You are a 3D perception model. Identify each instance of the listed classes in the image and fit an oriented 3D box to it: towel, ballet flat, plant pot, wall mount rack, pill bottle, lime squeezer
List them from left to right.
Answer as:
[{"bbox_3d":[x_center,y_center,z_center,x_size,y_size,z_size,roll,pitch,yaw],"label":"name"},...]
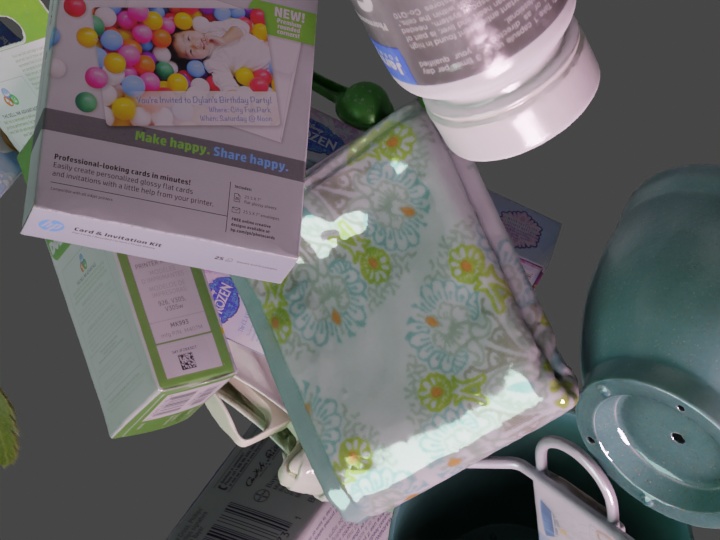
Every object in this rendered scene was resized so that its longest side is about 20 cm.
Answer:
[{"bbox_3d":[-0.050,0.108,1.820,0.200,0.069,0.070,42,150,6],"label":"ballet flat"},{"bbox_3d":[0.008,-0.109,1.610,0.199,0.038,0.071,2,135,48],"label":"lime squeezer"},{"bbox_3d":[0.017,0.024,1.552,0.171,0.048,0.201,-32,77,34],"label":"towel"},{"bbox_3d":[0.046,-0.164,1.420,0.113,0.114,0.201,5,135,44],"label":"pill bottle"},{"bbox_3d":[0.092,0.172,1.615,0.173,0.074,0.201,33,149,33],"label":"wall mount rack"},{"bbox_3d":[0.108,0.208,1.781,0.200,0.201,0.161,35,161,6],"label":"plant pot"},{"bbox_3d":[0.204,0.059,1.527,0.199,0.134,0.201,27,148,19],"label":"plant pot"}]

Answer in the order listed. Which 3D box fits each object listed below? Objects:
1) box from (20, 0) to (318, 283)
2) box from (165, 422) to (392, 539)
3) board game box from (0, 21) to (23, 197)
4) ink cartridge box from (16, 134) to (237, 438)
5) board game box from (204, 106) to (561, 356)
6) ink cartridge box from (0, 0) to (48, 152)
[{"bbox_3d":[-0.105,-0.104,1.531,0.155,0.201,0.041,12,153,-15],"label":"box"},{"bbox_3d":[-0.056,0.241,2.002,0.104,0.184,0.201,16,143,31],"label":"box"},{"bbox_3d":[-0.319,-0.112,1.801,0.200,0.199,0.043,43,150,-8],"label":"board game box"},{"bbox_3d":[-0.149,-0.006,1.711,0.104,0.059,0.201,-41,66,60],"label":"ink cartridge box"},{"bbox_3d":[0.000,0.000,1.678,0.198,0.041,0.200,25,140,-2],"label":"board game box"},{"bbox_3d":[-0.174,-0.120,1.759,0.147,0.076,0.200,-8,124,52],"label":"ink cartridge box"}]
